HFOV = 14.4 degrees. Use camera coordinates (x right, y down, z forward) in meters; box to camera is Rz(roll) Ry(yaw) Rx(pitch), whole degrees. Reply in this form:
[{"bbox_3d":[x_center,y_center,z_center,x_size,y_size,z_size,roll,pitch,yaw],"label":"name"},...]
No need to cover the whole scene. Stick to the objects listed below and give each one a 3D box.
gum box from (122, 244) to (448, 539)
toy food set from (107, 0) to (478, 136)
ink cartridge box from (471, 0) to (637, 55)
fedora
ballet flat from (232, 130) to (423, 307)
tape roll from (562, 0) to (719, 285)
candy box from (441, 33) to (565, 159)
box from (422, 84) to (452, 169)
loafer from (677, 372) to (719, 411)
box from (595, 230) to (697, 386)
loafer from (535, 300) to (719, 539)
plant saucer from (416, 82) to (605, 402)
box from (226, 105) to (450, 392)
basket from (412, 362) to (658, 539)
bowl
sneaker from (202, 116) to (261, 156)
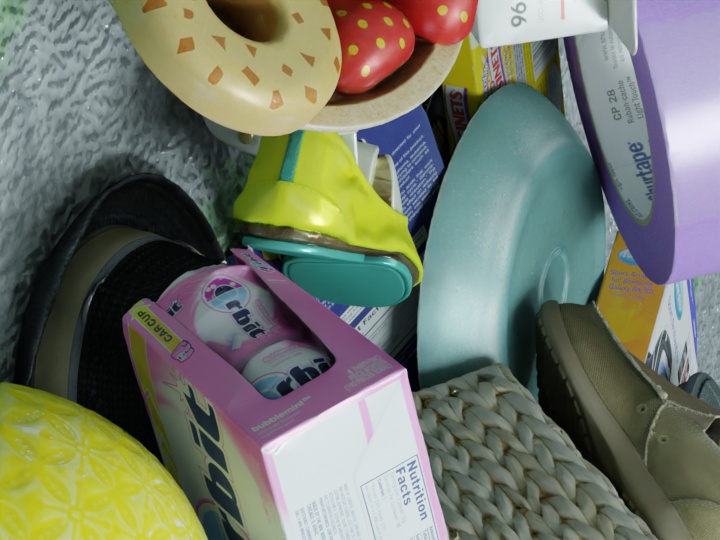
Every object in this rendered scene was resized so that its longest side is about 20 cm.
[{"bbox_3d":[-0.021,0.097,1.113,0.066,0.113,0.200,-28,127,-20],"label":"gum box"},{"bbox_3d":[-0.036,-0.147,1.153,0.200,0.049,0.198,-13,74,-39],"label":"toy food set"},{"bbox_3d":[0.071,-0.182,1.348,0.200,0.068,0.116,-117,-160,-62],"label":"ink cartridge box"},{"bbox_3d":[-0.067,0.057,1.215,0.201,0.091,0.201,-35,130,-58],"label":"fedora"},{"bbox_3d":[-0.009,-0.028,1.236,0.200,0.067,0.067,38,58,-77],"label":"ballet flat"},{"bbox_3d":[0.153,-0.096,1.406,0.200,0.066,0.200,167,-90,-85],"label":"tape roll"},{"bbox_3d":[0.077,-0.068,1.482,0.102,0.026,0.200,-49,141,-46],"label":"candy box"},{"bbox_3d":[0.056,-0.062,1.519,0.200,0.040,0.137,57,46,-56],"label":"box"},{"bbox_3d":[0.158,0.130,1.443,0.072,0.063,0.200,52,26,-30],"label":"loafer"},{"bbox_3d":[0.141,0.075,1.511,0.119,0.041,0.200,76,25,-49],"label":"box"},{"bbox_3d":[0.138,0.086,1.354,0.076,0.067,0.200,89,-18,-44],"label":"loafer"},{"bbox_3d":[0.084,0.006,1.446,0.200,0.036,0.200,8,90,-67],"label":"plant saucer"},{"bbox_3d":[0.000,0.000,1.381,0.121,0.032,0.200,-48,145,-20],"label":"box"},{"bbox_3d":[0.049,0.183,1.329,0.161,0.200,0.198,-21,127,-15],"label":"basket"},{"bbox_3d":[-0.095,0.147,1.066,0.200,0.107,0.201,-173,-90,-84],"label":"bowl"},{"bbox_3d":[-0.025,-0.120,1.301,0.200,0.074,0.116,-56,168,-63],"label":"sneaker"}]
